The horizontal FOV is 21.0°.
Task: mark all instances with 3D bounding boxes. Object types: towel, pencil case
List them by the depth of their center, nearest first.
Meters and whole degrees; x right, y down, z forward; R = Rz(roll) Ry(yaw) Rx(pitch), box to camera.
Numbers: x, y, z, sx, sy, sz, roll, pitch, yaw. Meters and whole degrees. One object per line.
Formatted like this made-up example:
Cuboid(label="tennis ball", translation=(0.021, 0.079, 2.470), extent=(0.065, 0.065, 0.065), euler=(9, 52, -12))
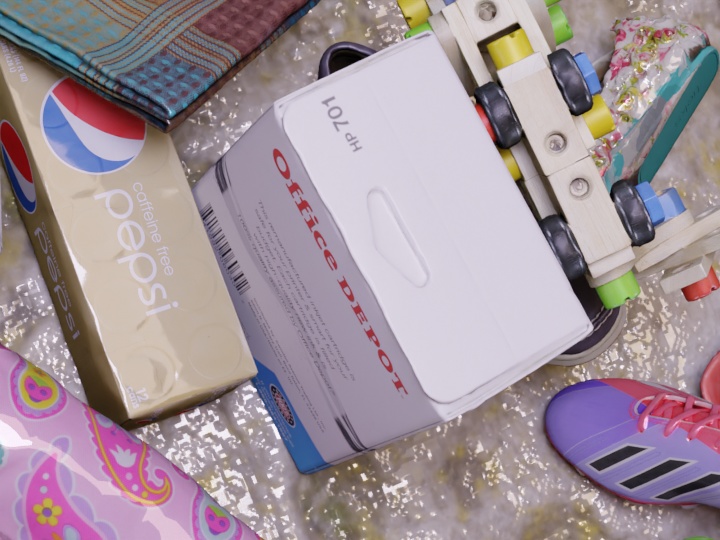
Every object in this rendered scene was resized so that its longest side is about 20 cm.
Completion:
Cuboid(label="pencil case", translation=(-0.120, 0.111, 0.859), extent=(0.200, 0.087, 0.088), euler=(40, 68, -9))
Cuboid(label="towel", translation=(-0.126, -0.150, 0.892), extent=(0.200, 0.022, 0.147), euler=(30, 50, 16))

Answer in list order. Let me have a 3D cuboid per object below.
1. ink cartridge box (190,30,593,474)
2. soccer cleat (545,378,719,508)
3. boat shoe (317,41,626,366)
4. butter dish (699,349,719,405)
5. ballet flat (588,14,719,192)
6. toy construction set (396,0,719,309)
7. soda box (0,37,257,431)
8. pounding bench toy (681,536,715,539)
Cuboid(label="ink cartridge box", translation=(0.000, 0.000, 0.865), extent=(0.086, 0.200, 0.147), euler=(-27, 88, -23))
Cuboid(label="soccer cleat", translation=(0.186, 0.091, 0.944), extent=(0.199, 0.077, 0.067), euler=(22, 59, 18))
Cuboid(label="boat shoe", translation=(0.045, -0.035, 0.927), extent=(0.072, 0.065, 0.200), euler=(-41, 68, -3))
Cuboid(label="butter dish", translation=(0.314, 0.072, 0.991), extent=(0.199, 0.148, 0.200), euler=(-37, 92, -22))
Cuboid(label="ballet flat", translation=(0.115, -0.051, 0.998), extent=(0.064, 0.076, 0.200), euler=(26, 68, 21))
Cuboid(label="toy construction set", translation=(0.089, -0.057, 0.864), extent=(0.092, 0.131, 0.200), euler=(-41, 94, 2))
Cuboid(label="soda box", translation=(-0.118, -0.028, 0.903), extent=(0.068, 0.064, 0.201), euler=(-18, 84, -23))
Cuboid(label="pounding bench toy", translation=(0.134, 0.204, 0.907), extent=(0.199, 0.124, 0.157), euler=(10, 74, -17))
